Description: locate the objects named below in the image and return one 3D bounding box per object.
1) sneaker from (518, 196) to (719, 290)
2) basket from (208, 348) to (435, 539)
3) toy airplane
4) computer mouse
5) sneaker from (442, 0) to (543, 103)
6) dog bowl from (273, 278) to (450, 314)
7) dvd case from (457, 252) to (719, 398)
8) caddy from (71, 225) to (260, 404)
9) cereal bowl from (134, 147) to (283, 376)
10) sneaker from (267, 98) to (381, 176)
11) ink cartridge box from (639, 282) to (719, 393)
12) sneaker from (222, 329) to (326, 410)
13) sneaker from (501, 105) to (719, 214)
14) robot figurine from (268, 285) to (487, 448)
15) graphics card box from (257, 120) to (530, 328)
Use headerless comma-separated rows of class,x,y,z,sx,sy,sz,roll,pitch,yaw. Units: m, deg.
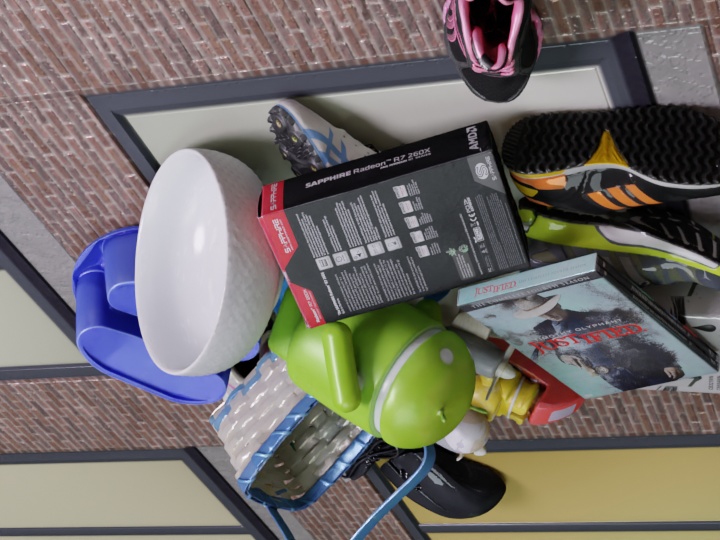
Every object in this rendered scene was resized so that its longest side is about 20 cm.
sneaker,0.227,-0.009,1.461,0.199,0.074,0.081,13,117,5
basket,-0.035,0.169,1.629,0.176,0.200,0.139,-47,143,13
toy airplane,0.096,0.108,1.644,0.199,0.142,0.200,-15,141,35
computer mouse,0.078,0.247,1.967,0.199,0.053,0.138,23,146,-22
sneaker,0.094,-0.173,1.228,0.079,0.096,0.200,3,150,7
dog bowl,0.000,0.000,1.581,0.111,0.050,0.200,31,142,-32
dvd case,0.200,0.052,1.474,0.146,0.022,0.200,-15,142,38
caddy,-0.184,0.038,1.644,0.199,0.105,0.142,26,122,-22
cereal bowl,-0.123,-0.006,1.478,0.083,0.201,0.200,3,155,-30
sneaker,0.001,-0.084,1.442,0.200,0.073,0.072,41,167,-24
ink cartridge box,0.281,0.044,1.545,0.199,0.085,0.146,1,149,12
sneaker,-0.065,0.107,1.745,0.199,0.082,0.088,-4,149,19
sneaker,0.218,-0.082,1.377,0.199,0.070,0.090,3,155,18
robot figurine,0.016,0.081,1.500,0.200,0.116,0.175,31,-160,27
graphics card box,0.029,-0.036,1.395,0.199,0.051,0.126,-16,124,11
